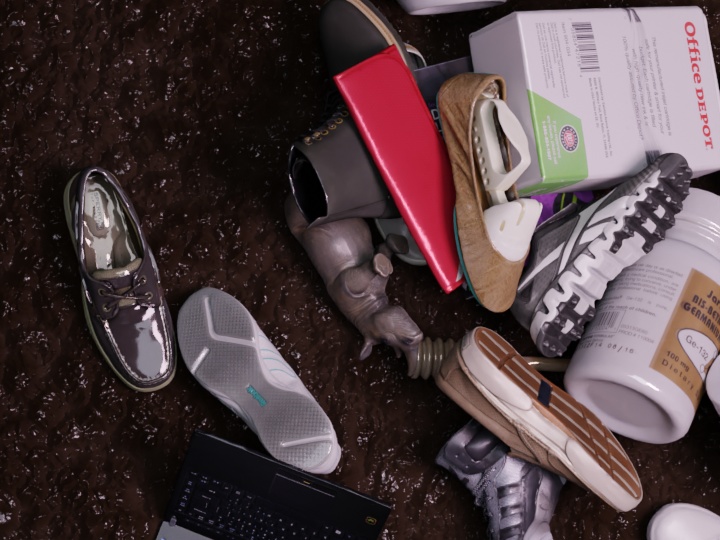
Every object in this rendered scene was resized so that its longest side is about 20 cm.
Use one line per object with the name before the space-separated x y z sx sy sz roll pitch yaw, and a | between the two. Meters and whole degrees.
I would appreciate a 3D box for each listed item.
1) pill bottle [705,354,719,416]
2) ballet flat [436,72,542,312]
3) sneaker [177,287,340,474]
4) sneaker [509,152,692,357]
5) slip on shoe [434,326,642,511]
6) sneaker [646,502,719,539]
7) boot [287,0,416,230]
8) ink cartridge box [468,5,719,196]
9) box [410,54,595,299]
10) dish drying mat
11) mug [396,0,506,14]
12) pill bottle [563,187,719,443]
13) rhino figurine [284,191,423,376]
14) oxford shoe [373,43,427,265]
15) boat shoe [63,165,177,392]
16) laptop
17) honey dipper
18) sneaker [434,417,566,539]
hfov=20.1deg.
pill bottle | 0.374 0.149 1.702 0.113 0.113 0.200 -39 118 -8
ballet flat | 0.112 -0.070 1.671 0.068 0.072 0.202 4 74 -45
sneaker | -0.088 0.101 1.739 0.070 0.080 0.201 -39 68 0
sneaker | 0.190 -0.029 1.697 0.200 0.066 0.090 -51 53 3
slip on shoe | 0.148 0.134 1.692 0.200 0.076 0.061 41 115 -7
sneaker | 0.331 0.274 1.736 0.200 0.088 0.075 44 83 2
boot | -0.020 -0.134 1.693 0.138 0.077 0.201 -12 74 -42
ink cartridge box | 0.205 -0.145 1.746 0.199 0.084 0.147 -5 83 -30
box | 0.125 -0.091 1.762 0.142 0.036 0.201 -18 88 -27
dish drying mat | 0.049 -0.085 1.684 0.077 0.018 0.201 -32 99 -37
mug | 0.096 -0.316 1.746 0.199 0.147 0.177 -4 93 30
pill bottle | 0.260 0.035 1.735 0.114 0.114 0.201 28 66 -1
rhino figurine | 0.000 0.000 1.751 0.060 0.087 0.201 -24 85 -45
oxford shoe | 0.039 -0.105 1.776 0.075 0.058 0.202 -6 85 -7
boat shoe | -0.209 0.007 1.739 0.073 0.065 0.201 -21 86 -8
laptop | -0.091 0.256 1.697 0.176 0.201 0.104 21 45 -2
honey dipper | 0.143 0.083 1.774 0.198 0.038 0.038 5 83 -7
sneaker | 0.112 0.198 1.738 0.113 0.076 0.201 18 76 -1
